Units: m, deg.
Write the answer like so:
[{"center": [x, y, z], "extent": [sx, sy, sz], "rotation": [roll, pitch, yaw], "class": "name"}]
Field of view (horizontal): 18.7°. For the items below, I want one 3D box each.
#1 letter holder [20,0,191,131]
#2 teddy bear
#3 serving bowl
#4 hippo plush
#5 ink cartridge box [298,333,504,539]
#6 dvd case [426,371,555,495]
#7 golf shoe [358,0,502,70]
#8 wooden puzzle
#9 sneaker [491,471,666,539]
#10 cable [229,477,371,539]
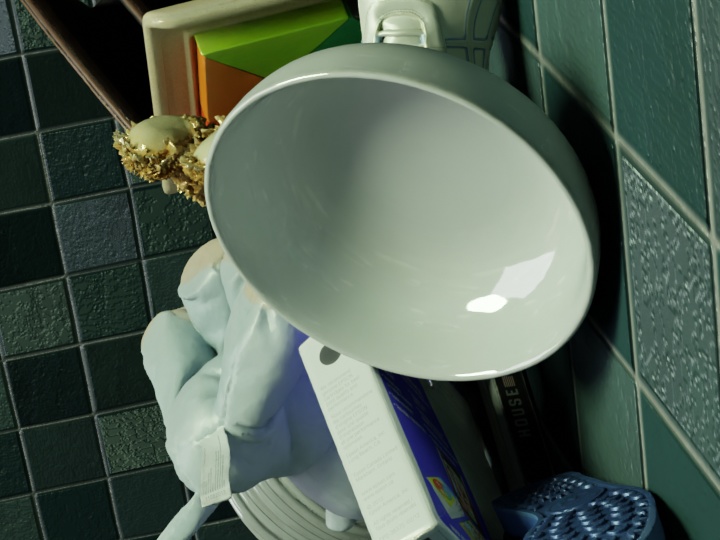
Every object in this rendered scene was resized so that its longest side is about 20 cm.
[{"center": [-0.129, -0.159, 1.399], "extent": [0.200, 0.101, 0.142], "rotation": [50, -167, 30], "class": "letter holder"}, {"center": [-0.045, -0.047, 1.204], "extent": [0.200, 0.145, 0.067], "rotation": [9, -94, -68], "class": "teddy bear"}, {"center": [0.027, -0.037, 1.072], "extent": [0.200, 0.200, 0.066], "rotation": [86, -158, -44], "class": "serving bowl"}, {"center": [-0.027, 0.077, 1.291], "extent": [0.159, 0.161, 0.200], "rotation": [-49, 34, 35], "class": "hippo plush"}, {"center": [0.037, 0.112, 1.199], "extent": [0.198, 0.043, 0.200], "rotation": [50, -165, -48], "class": "ink cartridge box"}, {"center": [0.069, 0.110, 1.375], "extent": [0.200, 0.025, 0.150], "rotation": [110, 148, -57], "class": "dvd case"}, {"center": [0.033, -0.107, 1.126], "extent": [0.097, 0.078, 0.200], "rotation": [-64, -35, -50], "class": "golf shoe"}, {"center": [-0.029, -0.110, 1.268], "extent": [0.200, 0.185, 0.037], "rotation": [94, 158, -63], "class": "wooden puzzle"}, {"center": [0.115, 0.151, 1.079], "extent": [0.200, 0.070, 0.078], "rotation": [-155, 44, -84], "class": "sneaker"}, {"center": [-0.012, 0.114, 1.499], "extent": [0.069, 0.200, 0.200], "rotation": [-44, 38, 42], "class": "cable"}]
